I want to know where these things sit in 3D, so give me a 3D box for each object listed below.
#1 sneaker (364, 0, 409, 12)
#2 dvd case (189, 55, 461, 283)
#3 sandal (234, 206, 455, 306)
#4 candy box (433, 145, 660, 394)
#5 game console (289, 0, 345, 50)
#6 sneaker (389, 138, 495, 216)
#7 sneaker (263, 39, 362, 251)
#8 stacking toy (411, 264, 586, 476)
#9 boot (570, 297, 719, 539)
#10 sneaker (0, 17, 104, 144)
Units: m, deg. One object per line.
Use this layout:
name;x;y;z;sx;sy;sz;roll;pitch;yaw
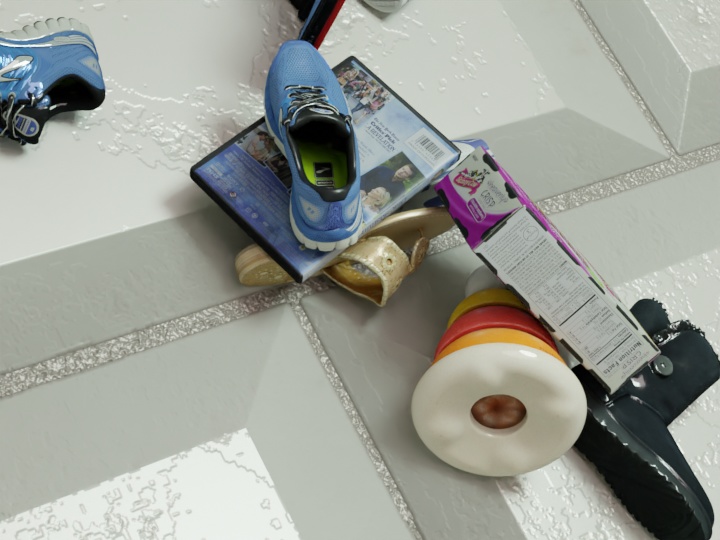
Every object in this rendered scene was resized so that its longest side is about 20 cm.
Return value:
sneaker;-0.006;-0.361;1.485;0.201;0.073;0.114;47;49;-6
dvd case;-0.029;-0.093;1.261;0.200;0.018;0.143;-38;71;-25
sandal;-0.001;0.003;1.264;0.211;0.078;0.070;-11;67;-20
candy box;0.160;-0.001;1.248;0.200;0.061;0.136;45;10;-27
game console;-0.061;-0.295;1.332;0.118;0.200;0.173;25;54;-8
sneaker;0.022;-0.108;1.334;0.199;0.081;0.115;-19;73;-31
sneaker;-0.033;-0.120;1.213;0.078;0.089;0.201;-8;59;-13
stacking toy;0.121;0.067;1.268;0.146;0.146;0.200;22;37;-12
boot;0.281;0.132;1.311;0.168;0.077;0.200;-34;73;-32
sneaker;-0.301;-0.152;1.203;0.199;0.079;0.089;-16;67;-32
